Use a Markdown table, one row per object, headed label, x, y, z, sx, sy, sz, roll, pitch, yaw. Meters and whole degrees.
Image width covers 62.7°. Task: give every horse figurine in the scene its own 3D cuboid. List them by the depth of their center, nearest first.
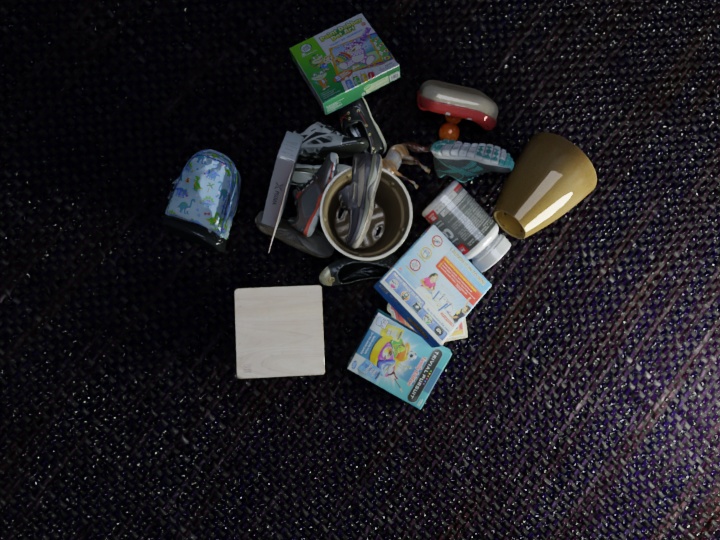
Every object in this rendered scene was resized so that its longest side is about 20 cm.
| label | x | y | z | sx | sy | sz | roll | pitch | yaw |
| --- | --- | --- | --- | --- | --- | --- | --- | --- | --- |
| horse figurine | 0.093 | -0.247 | 1.384 | 0.132 | 0.050 | 0.201 | 36 | 55 | 2 |

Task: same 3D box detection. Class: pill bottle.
| label | x | y | z | sx | sy | sz | roll | pitch | yaw |
| --- | --- | --- | --- | --- | --- | --- | --- | --- | --- |
| pill bottle | 0.248 | -0.100 | 1.380 | 0.114 | 0.114 | 0.200 | -44 | 91 | -5 |

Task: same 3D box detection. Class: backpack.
| label | x | y | z | sx | sy | sz | roll | pitch | yaw |
| --- | --- | --- | --- | --- | --- | --- | --- | --- | --- |
| backpack | -0.348 | -0.169 | 1.335 | 0.161 | 0.154 | 0.202 | 23 | 73 | 3 |

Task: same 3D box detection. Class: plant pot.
| label | x | y | z | sx | sy | sz | roll | pitch | yaw |
| --- | --- | --- | --- | --- | --- | --- | --- | --- | --- |
| plant pot | 0.006 | -0.119 | 1.327 | 0.197 | 0.183 | 0.204 | 0 | 88 | -4 |
| plant pot | 0.400 | -0.176 | 1.345 | 0.186 | 0.186 | 0.200 | 44 | 78 | -2 |

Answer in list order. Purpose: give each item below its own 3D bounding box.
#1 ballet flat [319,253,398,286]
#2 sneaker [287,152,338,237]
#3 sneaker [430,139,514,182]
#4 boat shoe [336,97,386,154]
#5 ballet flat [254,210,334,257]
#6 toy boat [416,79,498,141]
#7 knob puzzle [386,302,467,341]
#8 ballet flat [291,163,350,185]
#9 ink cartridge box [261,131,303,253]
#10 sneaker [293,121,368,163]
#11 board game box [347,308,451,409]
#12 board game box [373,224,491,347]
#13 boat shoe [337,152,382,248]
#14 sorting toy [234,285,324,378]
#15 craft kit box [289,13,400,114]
| label | x | y | z | sx | sy | sz | roll | pitch | yaw |
| --- | --- | --- | --- | --- | --- | --- | --- | --- | --- |
| ballet flat | 0.000 | 0.000 | 1.378 | 0.197 | 0.057 | 0.067 | -13 | 130 | -6 |
| sneaker | -0.111 | -0.176 | 1.323 | 0.081 | 0.077 | 0.202 | 23 | 107 | -2 |
| sneaker | 0.260 | -0.247 | 1.383 | 0.197 | 0.092 | 0.078 | 15 | 44 | 23 |
| boat shoe | -0.014 | -0.352 | 1.384 | 0.063 | 0.073 | 0.203 | -33 | 93 | -42 |
| ballet flat | -0.156 | -0.080 | 1.386 | 0.198 | 0.046 | 0.068 | 23 | 53 | -8 |
| toy boat | 0.223 | -0.365 | 1.399 | 0.197 | 0.131 | 0.132 | 11 | 117 | -3 |
| knob puzzle | 0.159 | 0.075 | 1.408 | 0.216 | 0.030 | 0.224 | 0 | 88 | -4 |
| ballet flat | -0.100 | -0.215 | 1.379 | 0.197 | 0.069 | 0.071 | 5 | 87 | -4 |
| ink cartridge box | -0.178 | -0.167 | 1.271 | 0.043 | 0.201 | 0.175 | 18 | 46 | -6 |
| sneaker | -0.077 | -0.306 | 1.363 | 0.197 | 0.074 | 0.090 | -3 | 79 | 18 |
| board game box | 0.090 | 0.206 | 1.377 | 0.198 | 0.047 | 0.152 | 29 | 96 | -2 |
| board game box | 0.165 | 0.035 | 1.350 | 0.200 | 0.056 | 0.196 | 46 | 70 | -1 |
| boat shoe | -0.008 | -0.145 | 1.206 | 0.072 | 0.075 | 0.203 | 12 | 78 | 6 |
| sorting toy | -0.184 | 0.139 | 1.360 | 0.197 | 0.070 | 0.202 | -2 | 88 | -4 |
| craft kit box | -0.037 | -0.482 | 1.369 | 0.198 | 0.049 | 0.199 | -28 | 61 | -5 |
